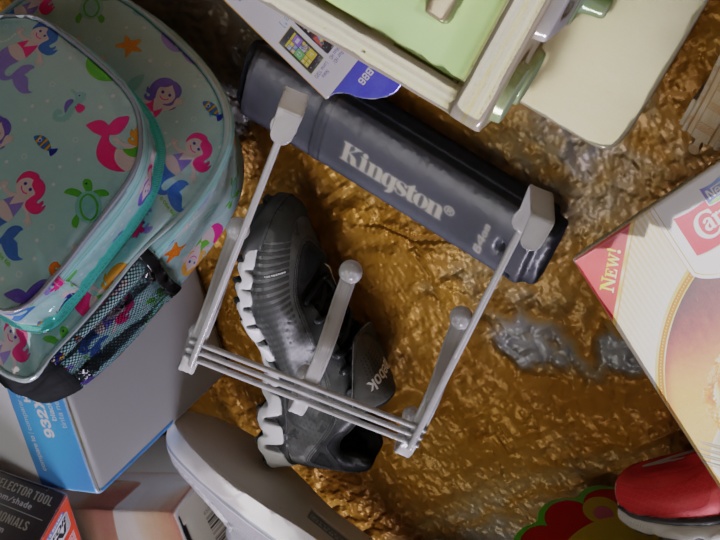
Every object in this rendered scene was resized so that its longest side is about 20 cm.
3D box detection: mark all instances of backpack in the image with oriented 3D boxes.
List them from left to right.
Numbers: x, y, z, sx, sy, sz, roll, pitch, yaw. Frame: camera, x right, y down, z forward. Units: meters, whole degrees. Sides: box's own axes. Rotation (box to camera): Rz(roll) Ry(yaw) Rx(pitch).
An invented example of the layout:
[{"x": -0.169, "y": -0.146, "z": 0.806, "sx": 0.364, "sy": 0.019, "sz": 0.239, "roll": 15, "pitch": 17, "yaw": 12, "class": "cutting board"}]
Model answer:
[{"x": -0.165, "y": -0.054, "z": 0.830, "sx": 0.177, "sy": 0.200, "sz": 0.151, "roll": 42, "pitch": 166, "yaw": 14, "class": "backpack"}]

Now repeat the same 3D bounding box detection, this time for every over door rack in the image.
[{"x": 0.000, "y": 0.000, "z": 0.798, "sx": 0.146, "sy": 0.067, "sz": 0.201, "roll": 21, "pitch": 131, "yaw": -7, "class": "over door rack"}]

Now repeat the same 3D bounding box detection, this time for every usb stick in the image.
[{"x": 0.019, "y": -0.061, "z": 0.825, "sx": 0.199, "sy": 0.033, "sz": 0.056, "roll": 32, "pitch": 130, "yaw": 11, "class": "usb stick"}]

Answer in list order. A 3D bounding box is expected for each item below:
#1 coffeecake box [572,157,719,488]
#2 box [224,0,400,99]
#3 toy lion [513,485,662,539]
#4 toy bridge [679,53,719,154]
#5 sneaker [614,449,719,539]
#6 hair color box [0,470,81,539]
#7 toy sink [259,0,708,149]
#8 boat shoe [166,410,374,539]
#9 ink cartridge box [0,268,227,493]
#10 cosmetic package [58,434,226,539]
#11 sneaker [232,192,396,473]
[{"x": 0.216, "y": 0.033, "z": 0.677, "sx": 0.153, "sy": 0.073, "sz": 0.201, "roll": -35, "pitch": 85, "yaw": 24, "class": "coffeecake box"}, {"x": -0.033, "y": -0.183, "z": 0.769, "sx": 0.200, "sy": 0.042, "sz": 0.119, "roll": 43, "pitch": 126, "yaw": -1, "class": "box"}, {"x": 0.165, "y": 0.195, "z": 0.792, "sx": 0.189, "sy": 0.201, "sz": 0.069, "roll": 7, "pitch": 126, "yaw": 7, "class": "toy lion"}, {"x": 0.186, "y": -0.127, "z": 0.650, "sx": 0.027, "sy": 0.067, "sz": 0.201, "roll": 31, "pitch": 130, "yaw": 11, "class": "toy bridge"}, {"x": 0.214, "y": 0.077, "z": 0.768, "sx": 0.198, "sy": 0.077, "sz": 0.086, "roll": -22, "pitch": 99, "yaw": 29, "class": "sneaker"}, {"x": -0.234, "y": 0.195, "z": 0.972, "sx": 0.110, "sy": 0.064, "sz": 0.201, "roll": 18, "pitch": 145, "yaw": 12, "class": "hair color box"}, {"x": 0.053, "y": -0.145, "z": 0.661, "sx": 0.199, "sy": 0.112, "sz": 0.131, "roll": 32, "pitch": 111, "yaw": 5, "class": "toy sink"}, {"x": -0.051, "y": 0.171, "z": 0.962, "sx": 0.199, "sy": 0.072, "sz": 0.069, "roll": 37, "pitch": 109, "yaw": -1, "class": "boat shoe"}, {"x": -0.210, "y": 0.061, "z": 0.976, "sx": 0.198, "sy": 0.145, "sz": 0.085, "roll": 1, "pitch": 119, "yaw": 32, "class": "ink cartridge box"}, {"x": -0.164, "y": 0.179, "z": 1.061, "sx": 0.198, "sy": 0.087, "sz": 0.104, "roll": -5, "pitch": 117, "yaw": 35, "class": "cosmetic package"}, {"x": -0.020, "y": 0.043, "z": 0.899, "sx": 0.090, "sy": 0.067, "sz": 0.202, "roll": 13, "pitch": 129, "yaw": 22, "class": "sneaker"}]
